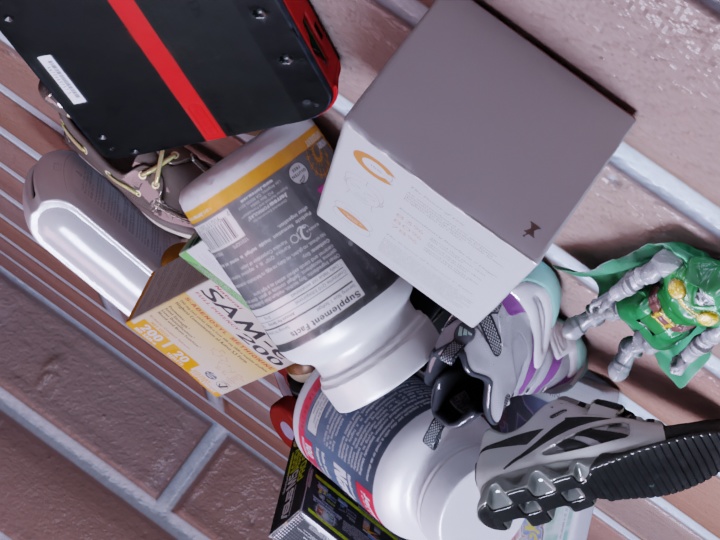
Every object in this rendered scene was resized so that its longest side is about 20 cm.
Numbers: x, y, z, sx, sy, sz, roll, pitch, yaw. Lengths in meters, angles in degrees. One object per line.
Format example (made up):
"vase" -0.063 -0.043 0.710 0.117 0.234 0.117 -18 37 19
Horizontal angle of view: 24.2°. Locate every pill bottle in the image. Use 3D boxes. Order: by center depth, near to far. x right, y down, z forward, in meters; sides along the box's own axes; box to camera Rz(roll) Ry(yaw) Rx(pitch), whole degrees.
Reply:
"pill bottle" -0.033 -0.005 1.218 0.200 0.116 0.116 55 164 -8
"pill bottle" 0.043 0.151 1.373 0.200 0.120 0.120 33 170 50

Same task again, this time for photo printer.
"photo printer" -0.282 -0.042 1.826 0.200 0.069 0.167 41 -166 -22

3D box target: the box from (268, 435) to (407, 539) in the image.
"box" 0.017 0.235 1.488 0.200 0.044 0.160 40 -154 -15

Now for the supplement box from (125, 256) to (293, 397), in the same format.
"supplement box" -0.113 0.035 1.592 0.126 0.074 0.200 41 140 -21

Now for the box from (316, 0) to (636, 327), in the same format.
"box" 0.057 -0.056 0.948 0.124 0.098 0.200 36 168 2

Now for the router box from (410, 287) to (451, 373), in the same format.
"router box" 0.000 0.000 1.371 0.200 0.062 0.150 32 166 18

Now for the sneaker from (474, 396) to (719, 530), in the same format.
"sneaker" 0.177 0.123 1.235 0.199 0.089 0.074 -13 140 14

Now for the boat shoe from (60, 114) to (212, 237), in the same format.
"boat shoe" -0.189 -0.095 1.497 0.200 0.072 0.060 36 172 21

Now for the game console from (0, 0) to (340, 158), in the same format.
"game console" -0.117 -0.141 1.028 0.176 0.031 0.200 -9 150 14

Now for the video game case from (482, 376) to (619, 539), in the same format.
"video game case" 0.122 0.168 1.388 0.023 0.201 0.182 4 -169 -39

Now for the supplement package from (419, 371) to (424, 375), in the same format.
"supplement package" 0.104 0.163 1.559 0.110 0.114 0.200 44 166 -32

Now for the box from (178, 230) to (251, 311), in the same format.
"box" -0.071 0.009 1.372 0.144 0.036 0.200 39 166 -9

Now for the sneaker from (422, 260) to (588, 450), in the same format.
"sneaker" 0.093 0.078 1.223 0.078 0.140 0.200 27 164 31

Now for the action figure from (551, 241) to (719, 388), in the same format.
"action figure" 0.182 0.024 1.016 0.118 0.055 0.200 39 163 -1

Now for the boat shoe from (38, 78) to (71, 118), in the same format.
"boat shoe" -0.166 -0.133 1.179 0.072 0.059 0.200 58 -169 2

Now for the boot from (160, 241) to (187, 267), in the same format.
"boot" -0.137 -0.012 1.700 0.201 0.071 0.144 25 158 25

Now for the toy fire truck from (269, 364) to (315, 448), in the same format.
"toy fire truck" -0.030 0.112 1.798 0.200 0.112 0.169 21 136 48

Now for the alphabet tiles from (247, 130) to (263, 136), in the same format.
"alphabet tiles" -0.142 -0.161 1.304 0.166 0.006 0.200 44 165 -30
